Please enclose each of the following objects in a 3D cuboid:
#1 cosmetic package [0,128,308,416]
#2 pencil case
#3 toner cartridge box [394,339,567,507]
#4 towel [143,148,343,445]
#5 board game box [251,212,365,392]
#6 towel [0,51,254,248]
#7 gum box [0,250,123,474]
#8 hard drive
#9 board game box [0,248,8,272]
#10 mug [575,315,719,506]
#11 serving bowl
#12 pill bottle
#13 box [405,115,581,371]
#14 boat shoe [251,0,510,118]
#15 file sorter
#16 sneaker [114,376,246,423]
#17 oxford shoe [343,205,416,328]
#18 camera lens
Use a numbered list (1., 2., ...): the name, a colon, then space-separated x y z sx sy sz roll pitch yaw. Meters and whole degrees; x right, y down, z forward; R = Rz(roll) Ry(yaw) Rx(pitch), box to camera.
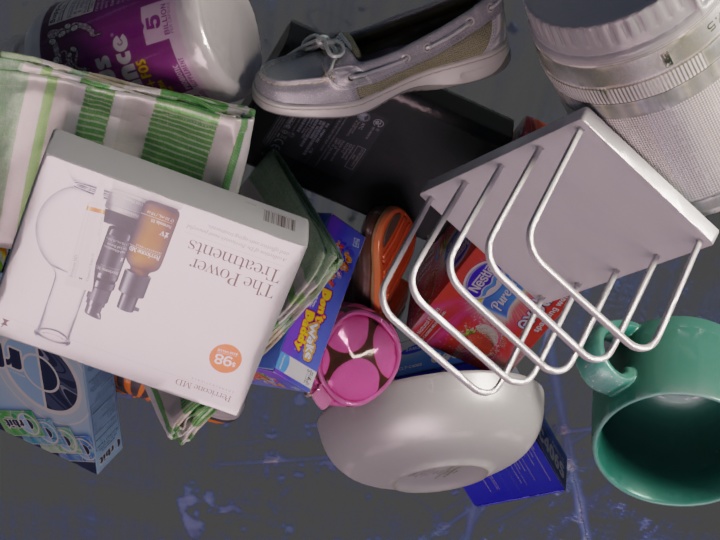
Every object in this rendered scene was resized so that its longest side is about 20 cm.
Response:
1. cosmetic package: -0.155 0.004 1.406 0.198 0.052 0.152 19 115 -9
2. pencil case: -0.057 0.062 1.626 0.091 0.094 0.199 44 162 -28
3. toner cartridge box: 0.113 0.136 1.776 0.094 0.043 0.201 -14 132 20
4. towel: -0.106 0.019 1.515 0.023 0.153 0.200 29 110 -42
5. board game box: -0.100 0.019 1.565 0.199 0.135 0.045 6 159 45
6. towel: -0.188 -0.071 1.417 0.198 0.023 0.154 11 115 -7
7. gum box: -0.296 0.067 1.708 0.169 0.045 0.201 20 133 24
8. hard drive: 0.005 -0.107 1.550 0.199 0.033 0.140 23 135 -14
9. board game box: -0.354 -0.028 1.567 0.104 0.201 0.103 -25 127 31
10. mug: 0.273 0.102 1.664 0.151 0.115 0.186 -5 134 14
11. serving bowl: 0.064 0.148 1.658 0.198 0.066 0.200 -6 159 -2
12. pill bottle: -0.185 -0.159 1.469 0.198 0.113 0.113 -15 132 23
13. box: 0.126 -0.016 1.578 0.099 0.096 0.200 24 134 -14
14. boat shoe: 0.014 -0.164 1.439 0.200 0.075 0.065 -12 122 -7
15. file sorter: 0.126 -0.002 1.396 0.139 0.125 0.200 41 149 -18
16. sneaker: -0.206 0.094 1.771 0.199 0.078 0.112 31 137 -7
17. oxford shoe: 0.000 0.000 1.612 0.072 0.072 0.200 26 153 10
18. camera lens: 0.219 -0.149 1.380 0.159 0.161 0.200 -15 131 23
